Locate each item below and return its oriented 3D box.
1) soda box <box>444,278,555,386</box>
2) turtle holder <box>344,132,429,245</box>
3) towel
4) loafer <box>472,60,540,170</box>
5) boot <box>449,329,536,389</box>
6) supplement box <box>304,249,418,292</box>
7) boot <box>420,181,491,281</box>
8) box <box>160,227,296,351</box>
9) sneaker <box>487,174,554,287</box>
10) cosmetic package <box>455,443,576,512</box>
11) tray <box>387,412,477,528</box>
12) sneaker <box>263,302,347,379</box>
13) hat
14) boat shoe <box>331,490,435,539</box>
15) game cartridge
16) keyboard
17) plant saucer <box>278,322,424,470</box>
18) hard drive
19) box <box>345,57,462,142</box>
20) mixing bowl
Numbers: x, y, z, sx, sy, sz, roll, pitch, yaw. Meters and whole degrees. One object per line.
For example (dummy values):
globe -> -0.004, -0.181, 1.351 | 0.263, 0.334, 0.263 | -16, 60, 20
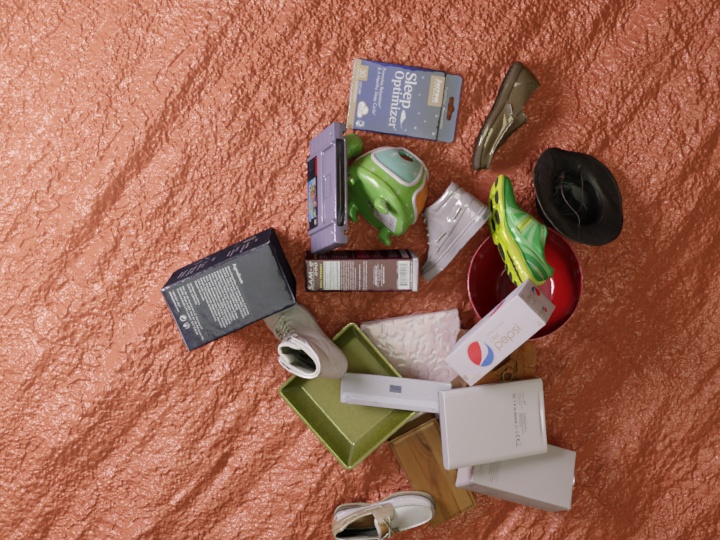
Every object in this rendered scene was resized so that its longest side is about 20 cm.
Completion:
soda box -> 0.230, 0.106, 1.614 | 0.068, 0.064, 0.200 | 44, 128, 1
turtle holder -> 0.036, -0.149, 1.678 | 0.132, 0.184, 0.142 | -44, 134, -20
towel -> 0.103, 0.178, 1.771 | 0.187, 0.032, 0.204 | -10, 100, -2
loafer -> 0.255, -0.263, 1.690 | 0.066, 0.076, 0.203 | 24, 97, 0
boot -> 0.237, 0.210, 1.741 | 0.152, 0.074, 0.204 | 10, 94, -19
supplement box -> 0.000, 0.000, 1.700 | 0.195, 0.109, 0.062 | 0, 100, -2
boot -> 0.141, -0.070, 1.687 | 0.095, 0.074, 0.201 | 41, 131, 2
box -> -0.218, 0.027, 1.647 | 0.197, 0.197, 0.119 | -24, 100, 1
sneaker -> 0.270, -0.066, 1.640 | 0.082, 0.074, 0.204 | -12, 75, -17
cosmetic package -> 0.283, 0.362, 1.756 | 0.197, 0.085, 0.110 | 19, 68, -11
tray -> 0.133, 0.369, 1.785 | 0.097, 0.037, 0.203 | -26, 107, 1
sneaker -> -0.118, 0.113, 1.673 | 0.199, 0.115, 0.074 | 39, 104, 23
hat -> 0.367, -0.116, 1.707 | 0.197, 0.081, 0.204 | 12, 61, -23
boat shoe -> 0.043, 0.460, 1.771 | 0.196, 0.069, 0.076 | -15, 108, 13
game cartridge -> -0.057, -0.136, 1.645 | 0.038, 0.129, 0.205 | 3, 81, -26
keyboard -> 0.061, 0.215, 1.697 | 0.196, 0.011, 0.058 | 5, 98, 9
plant saucer -> -0.014, 0.222, 1.742 | 0.199, 0.048, 0.200 | -42, 91, 16
hard drive -> 0.233, 0.266, 1.691 | 0.196, 0.026, 0.135 | -5, 91, -21
box -> 0.078, -0.297, 1.698 | 0.196, 0.032, 0.124 | 7, 98, -5
mixing bowl -> 0.290, 0.024, 1.706 | 0.196, 0.108, 0.205 | -1, 84, 10
